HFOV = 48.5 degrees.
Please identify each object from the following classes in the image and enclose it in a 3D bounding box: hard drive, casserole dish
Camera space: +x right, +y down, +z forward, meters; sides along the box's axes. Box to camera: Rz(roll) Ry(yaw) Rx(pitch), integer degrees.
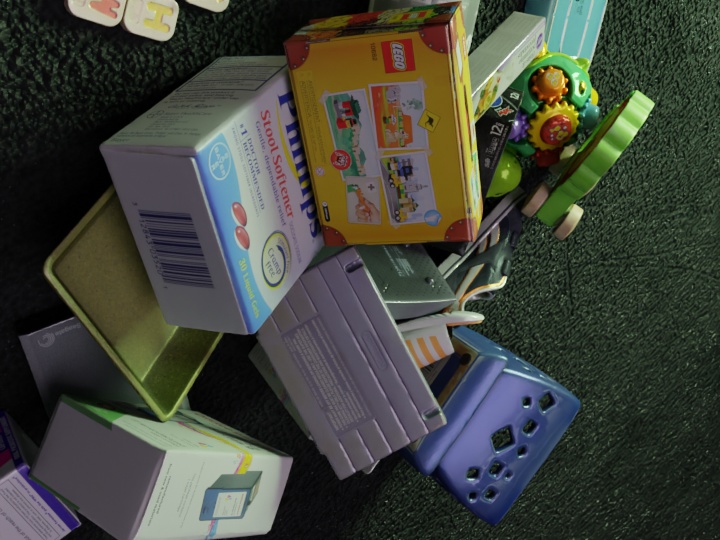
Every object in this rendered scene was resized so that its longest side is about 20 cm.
[{"bbox_3d":[0.000,0.000,0.899,0.198,0.135,0.043,2,131,-35],"label":"hard drive"},{"bbox_3d":[-0.257,0.117,0.828,0.139,0.033,0.202,-23,123,-26],"label":"hard drive"},{"bbox_3d":[0.257,-0.315,0.993,0.120,0.039,0.202,-4,113,-35],"label":"casserole dish"}]

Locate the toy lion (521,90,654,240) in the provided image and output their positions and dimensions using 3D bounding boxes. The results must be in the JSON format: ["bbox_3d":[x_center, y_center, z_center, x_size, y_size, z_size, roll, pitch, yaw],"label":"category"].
[{"bbox_3d":[0.288,-0.144,0.976,0.200,0.068,0.192,-49,174,-48],"label":"toy lion"}]

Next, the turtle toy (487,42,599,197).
[{"bbox_3d":[0.203,-0.175,0.963,0.145,0.102,0.200,28,118,-33],"label":"turtle toy"}]

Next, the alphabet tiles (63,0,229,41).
[{"bbox_3d":[-0.185,-0.307,0.686,0.194,0.015,0.202,8,106,-39],"label":"alphabet tiles"}]

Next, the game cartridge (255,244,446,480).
[{"bbox_3d":[-0.016,0.092,0.791,0.129,0.038,0.201,-27,96,7],"label":"game cartridge"}]

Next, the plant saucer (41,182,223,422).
[{"bbox_3d":[-0.200,0.004,0.757,0.201,0.047,0.201,64,37,-35],"label":"plant saucer"}]

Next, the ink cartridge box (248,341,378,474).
[{"bbox_3d":[-0.030,0.112,0.874,0.067,0.200,0.118,31,97,-43],"label":"ink cartridge box"}]

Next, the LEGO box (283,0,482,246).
[{"bbox_3d":[0.027,-0.128,0.732,0.077,0.147,0.202,-64,148,-57],"label":"LEGO box"}]

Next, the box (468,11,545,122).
[{"bbox_3d":[0.131,-0.204,0.823,0.200,0.041,0.039,-49,148,-35],"label":"box"}]

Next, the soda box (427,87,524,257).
[{"bbox_3d":[0.121,-0.114,0.910,0.201,0.063,0.071,103,9,-46],"label":"soda box"}]

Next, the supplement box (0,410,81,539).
[{"bbox_3d":[-0.386,0.245,0.749,0.199,0.101,0.104,-37,128,-17],"label":"supplement box"}]

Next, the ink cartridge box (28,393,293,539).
[{"bbox_3d":[-0.182,0.189,0.763,0.200,0.144,0.088,29,80,-58],"label":"ink cartridge box"}]

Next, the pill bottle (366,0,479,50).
[{"bbox_3d":[0.055,-0.221,0.839,0.113,0.114,0.202,-3,114,-35],"label":"pill bottle"}]

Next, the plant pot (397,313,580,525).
[{"bbox_3d":[0.123,0.172,1.032,0.179,0.200,0.201,37,89,-35],"label":"plant pot"}]

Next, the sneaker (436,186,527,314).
[{"bbox_3d":[0.160,-0.015,1.021,0.200,0.079,0.078,-46,175,-13],"label":"sneaker"}]

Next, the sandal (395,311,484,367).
[{"bbox_3d":[0.051,0.090,0.954,0.079,0.205,0.060,7,72,-71],"label":"sandal"}]

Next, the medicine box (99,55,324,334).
[{"bbox_3d":[-0.115,-0.076,0.738,0.200,0.102,0.184,-55,142,-46],"label":"medicine box"}]
